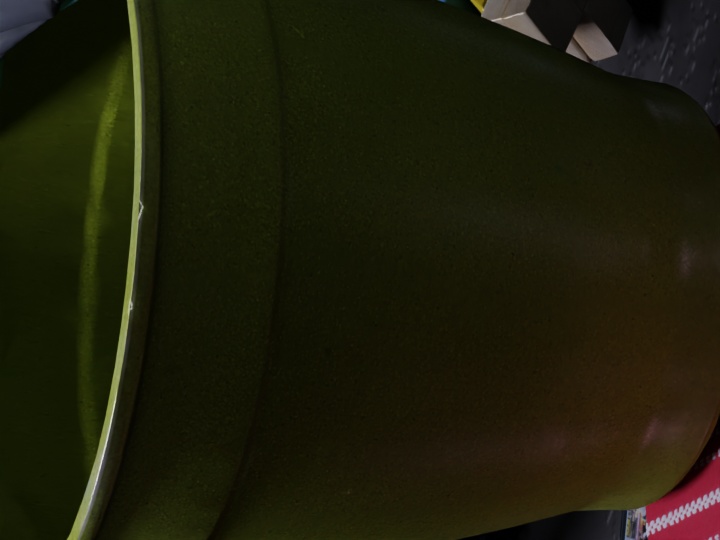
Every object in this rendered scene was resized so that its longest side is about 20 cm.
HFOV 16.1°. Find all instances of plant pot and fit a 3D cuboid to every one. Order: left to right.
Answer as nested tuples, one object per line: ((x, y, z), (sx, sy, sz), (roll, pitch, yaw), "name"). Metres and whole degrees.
((0.000, 0.000, 0.739), (0.200, 0.192, 0.201), (-175, 90, -70), "plant pot")

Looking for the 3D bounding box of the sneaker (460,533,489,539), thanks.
((0.017, 0.093, 0.975), (0.082, 0.074, 0.200), (154, 118, -65), "sneaker")

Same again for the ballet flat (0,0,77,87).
((-0.122, -0.080, 0.712), (0.200, 0.073, 0.073), (148, 124, -65), "ballet flat")

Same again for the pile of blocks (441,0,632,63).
((0.044, -0.107, 0.945), (0.082, 0.062, 0.200), (-37, 30, 10), "pile of blocks")

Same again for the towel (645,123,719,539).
((0.119, 0.044, 0.718), (0.145, 0.022, 0.200), (135, 135, -61), "towel")

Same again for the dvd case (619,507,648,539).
((0.129, 0.055, 0.747), (0.200, 0.018, 0.143), (-171, 86, -70), "dvd case")
